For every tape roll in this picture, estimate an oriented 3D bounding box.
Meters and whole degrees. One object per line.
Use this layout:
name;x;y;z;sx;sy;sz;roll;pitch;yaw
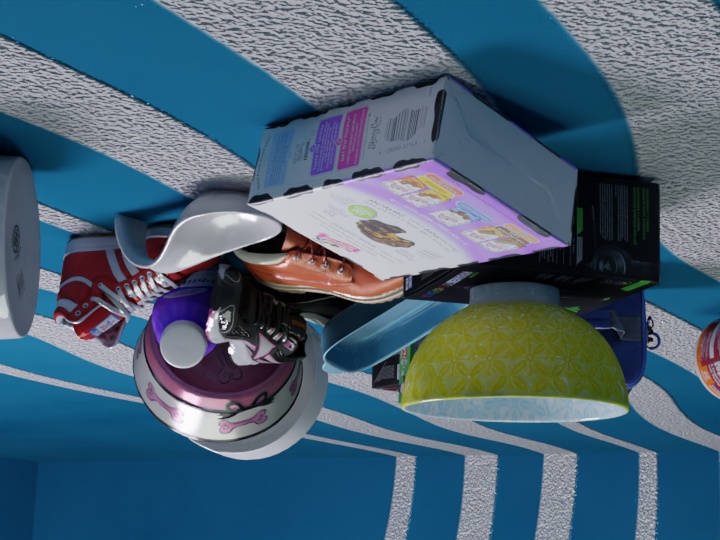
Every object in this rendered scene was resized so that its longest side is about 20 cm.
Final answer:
tape roll;-0.141;0.126;1.828;0.201;0.204;0.071;-1;166;11

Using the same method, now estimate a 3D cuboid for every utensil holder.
utensil holder;-0.388;-0.021;1.292;0.198;0.172;0.170;-1;168;-1

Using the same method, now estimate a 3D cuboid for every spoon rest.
spoon rest;-0.159;-0.034;1.435;0.199;0.061;0.099;-9;164;43

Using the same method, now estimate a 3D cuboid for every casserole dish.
casserole dish;0.038;0.050;1.684;0.199;0.039;0.121;-32;155;12

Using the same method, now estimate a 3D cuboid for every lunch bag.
lunch bag;0.237;0.076;1.695;0.198;0.137;0.132;0;168;6

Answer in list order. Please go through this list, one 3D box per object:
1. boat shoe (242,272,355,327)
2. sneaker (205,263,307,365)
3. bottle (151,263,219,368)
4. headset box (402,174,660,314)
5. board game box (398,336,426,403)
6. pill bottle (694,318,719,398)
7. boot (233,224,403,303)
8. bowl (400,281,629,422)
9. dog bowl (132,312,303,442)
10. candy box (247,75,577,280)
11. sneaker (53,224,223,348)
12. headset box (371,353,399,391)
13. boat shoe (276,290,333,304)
boat shoe;-0.066;0.023;1.682;0.074;0.061;0.199;26;-176;42
sneaker;-0.100;0.047;1.550;0.086;0.081;0.200;4;166;10
bottle;-0.180;0.047;1.600;0.083;0.066;0.200;-10;-163;3
headset box;0.157;-0.024;1.360;0.198;0.094;0.174;5;168;-16
board game box;0.140;0.103;1.833;0.198;0.136;0.029;9;166;-26
pill bottle;0.488;0.093;1.797;0.109;0.111;0.200;5;167;-13
boot;-0.029;-0.016;1.480;0.198;0.076;0.107;-1;163;17
bowl;0.135;0.070;1.314;0.198;0.109;0.200;2;168;0
dog bowl;-0.160;0.091;1.722;0.198;0.201;0.074;4;146;-8
candy box;0.040;-0.065;1.179;0.199;0.072;0.167;-10;152;42
sneaker;-0.230;0.018;1.542;0.199;0.113;0.071;-6;149;31
headset box;0.137;0.134;2.108;0.199;0.076;0.148;11;165;-34
boat shoe;0.001;0.001;1.571;0.200;0.064;0.074;-6;163;26
